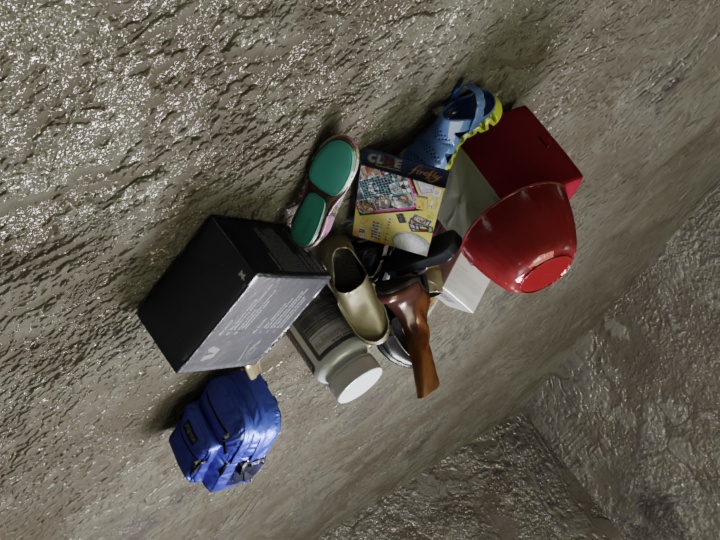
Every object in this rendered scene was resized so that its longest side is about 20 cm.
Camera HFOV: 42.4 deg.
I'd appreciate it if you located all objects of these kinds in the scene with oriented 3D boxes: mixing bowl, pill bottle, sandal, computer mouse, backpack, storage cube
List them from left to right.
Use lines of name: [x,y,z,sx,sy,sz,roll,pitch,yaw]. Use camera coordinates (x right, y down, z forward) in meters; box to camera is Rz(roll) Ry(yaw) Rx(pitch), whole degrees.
backpack: [-0.242,0.290,1.691,0.166,0.164,0.201,-8,144,-48]
pill bottle: [-0.055,0.122,1.615,0.112,0.201,0.114,-31,158,-14]
computer mouse: [0.000,0.000,1.665,0.199,0.046,0.143,-26,139,-54]
sandal: [0.107,-0.019,1.599,0.199,0.043,0.077,-10,-136,57]
sandal: [0.133,-0.219,1.442,0.200,0.079,0.087,-47,155,-4]
storage cube: [0.239,-0.145,1.593,0.177,0.202,0.172,-20,153,-28]
mixing bowl: [0.271,-0.035,1.489,0.197,0.110,0.201,-21,152,-11]

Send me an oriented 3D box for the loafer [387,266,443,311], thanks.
loafer: [0.066,0.057,1.675,0.198,0.069,0.076,-35,158,11]

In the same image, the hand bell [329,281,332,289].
hand bell: [-0.025,0.057,1.729,0.103,0.104,0.201,-35,147,-11]

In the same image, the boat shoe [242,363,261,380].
boat shoe: [-0.188,0.123,1.580,0.064,0.072,0.201,-32,152,-14]

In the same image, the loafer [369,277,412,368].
loafer: [0.048,0.095,1.620,0.072,0.073,0.200,-38,120,14]

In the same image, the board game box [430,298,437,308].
board game box: [0.141,0.042,1.885,0.202,0.046,0.151,-58,172,3]

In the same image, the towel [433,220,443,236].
towel: [0.096,0.009,1.807,0.147,0.030,0.202,-59,175,-49]

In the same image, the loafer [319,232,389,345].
loafer: [-0.011,0.037,1.532,0.075,0.202,0.067,-28,-171,1]

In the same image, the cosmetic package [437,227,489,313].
cosmetic package: [0.205,-0.037,1.753,0.107,0.084,0.202,38,76,-36]

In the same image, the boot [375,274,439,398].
boot: [0.080,0.113,1.555,0.067,0.205,0.188,-7,179,14]

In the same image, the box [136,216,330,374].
box: [-0.181,0.036,1.350,0.197,0.118,0.199,-48,158,19]

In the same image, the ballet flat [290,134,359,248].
ballet flat: [-0.045,-0.121,1.341,0.071,0.069,0.202,-42,162,-52]

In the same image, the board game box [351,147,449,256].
board game box: [0.059,-0.104,1.465,0.201,0.133,0.035,100,7,-60]
